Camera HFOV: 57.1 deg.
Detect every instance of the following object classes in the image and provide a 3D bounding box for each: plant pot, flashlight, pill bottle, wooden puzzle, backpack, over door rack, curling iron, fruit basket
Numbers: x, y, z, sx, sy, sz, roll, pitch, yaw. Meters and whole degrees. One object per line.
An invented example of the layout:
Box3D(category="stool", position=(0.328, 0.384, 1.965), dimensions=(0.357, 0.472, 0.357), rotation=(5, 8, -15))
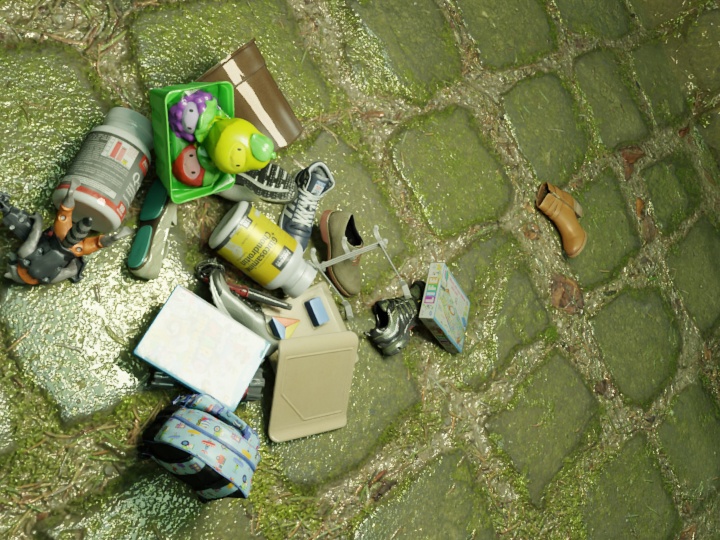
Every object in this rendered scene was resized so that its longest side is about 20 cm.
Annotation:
Box3D(category="plant pot", position=(-0.228, -0.312, 1.295), dimensions=(0.198, 0.200, 0.200), rotation=(54, 54, -19))
Box3D(category="flashlight", position=(-0.276, 0.196, 1.188), dimensions=(0.200, 0.068, 0.068), rotation=(10, 73, -27))
Box3D(category="pill bottle", position=(-0.435, -0.177, 1.148), dimensions=(0.116, 0.116, 0.200), rotation=(30, 62, -25))
Box3D(category="wooden puzzle", position=(-0.103, 0.134, 1.334), dimensions=(0.200, 0.046, 0.185), rotation=(-24, 91, -37))
Box3D(category="backpack", position=(-0.248, 0.292, 1.088), dimensions=(0.183, 0.200, 0.135), rotation=(43, 60, -16))
Box3D(category="over door rack", position=(0.000, 0.000, 1.351), dimensions=(0.067, 0.148, 0.200), rotation=(-100, 166, -45))
Box3D(category="curling iron", position=(-0.221, 0.034, 1.268), dimensions=(0.200, 0.050, 0.026), rotation=(28, 29, -15))
Box3D(category="pill bottle", position=(-0.184, -0.035, 1.284), dimensions=(0.200, 0.112, 0.112), rotation=(38, 58, -20))
Box3D(category="fruit basket", position=(-0.257, -0.217, 1.142), dimensions=(0.155, 0.216, 0.216), rotation=(-25, 91, -39))
Box3D(category="wooden puzzle", position=(-0.093, 0.221, 1.285), dimensions=(0.185, 0.037, 0.200), rotation=(-3, 104, -40))

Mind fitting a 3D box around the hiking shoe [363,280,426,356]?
Box3D(category="hiking shoe", position=(0.085, 0.086, 1.460), dimensions=(0.101, 0.076, 0.200), rotation=(44, 57, -21))

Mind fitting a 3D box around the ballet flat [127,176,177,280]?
Box3D(category="ballet flat", position=(-0.371, -0.077, 1.210), dimensions=(0.062, 0.067, 0.200), rotation=(41, 57, -52))

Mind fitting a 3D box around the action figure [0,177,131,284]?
Box3D(category="action figure", position=(-0.495, -0.055, 1.039), dimensions=(0.200, 0.193, 0.105), rotation=(44, 13, -30))

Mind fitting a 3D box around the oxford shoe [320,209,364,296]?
Box3D(category="oxford shoe", position=(-0.026, -0.031, 1.387), dimensions=(0.070, 0.075, 0.200), rotation=(-46, 128, -44))

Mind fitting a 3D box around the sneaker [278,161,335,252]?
Box3D(category="sneaker", position=(-0.110, -0.132, 1.366), dimensions=(0.070, 0.108, 0.200), rotation=(19, 67, -29))

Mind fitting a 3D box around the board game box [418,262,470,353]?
Box3D(category="board game box", position=(0.195, 0.089, 1.504), dimensions=(0.200, 0.034, 0.135), rotation=(49, 49, -50))

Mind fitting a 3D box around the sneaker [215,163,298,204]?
Box3D(category="sneaker", position=(-0.210, -0.165, 1.275), dimensions=(0.200, 0.080, 0.074), rotation=(16, 67, 13))

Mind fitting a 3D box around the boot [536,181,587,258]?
Box3D(category="boot", position=(0.561, -0.146, 1.857), dimensions=(0.155, 0.077, 0.200), rotation=(30, 59, -27))

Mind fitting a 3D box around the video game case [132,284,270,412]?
Box3D(category="video game case", position=(-0.272, 0.136, 1.155), dimensions=(0.200, 0.018, 0.143), rotation=(36, 61, -17))

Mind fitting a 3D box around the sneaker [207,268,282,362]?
Box3D(category="sneaker", position=(-0.220, 0.079, 1.238), dimensions=(0.079, 0.074, 0.200), rotation=(-32, 104, -6))
